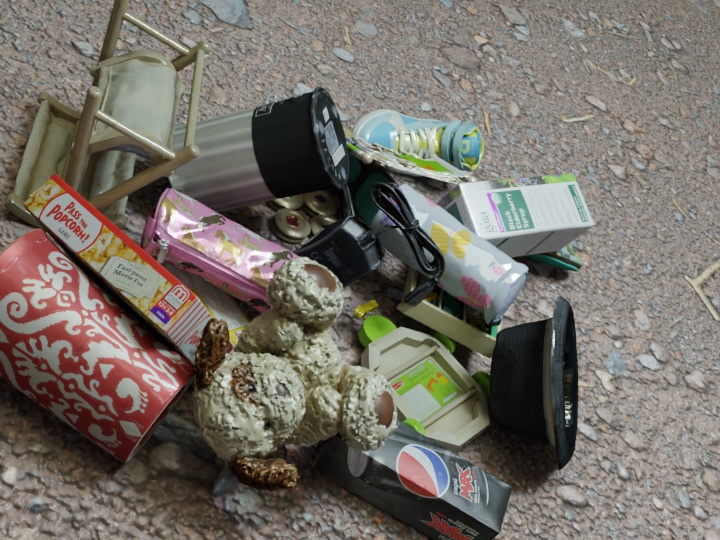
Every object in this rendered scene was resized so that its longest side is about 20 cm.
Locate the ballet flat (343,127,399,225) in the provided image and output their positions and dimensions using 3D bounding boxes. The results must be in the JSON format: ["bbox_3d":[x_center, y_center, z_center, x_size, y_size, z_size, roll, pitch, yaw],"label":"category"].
[{"bbox_3d":[0.012,-0.116,1.404,0.070,0.071,0.200,-21,63,-45],"label":"ballet flat"}]

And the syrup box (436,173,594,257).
[{"bbox_3d":[0.196,-0.067,1.393,0.199,0.081,0.079,-7,69,-33],"label":"syrup box"}]

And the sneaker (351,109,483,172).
[{"bbox_3d":[0.091,-0.178,1.485,0.199,0.080,0.130,-9,17,-41],"label":"sneaker"}]

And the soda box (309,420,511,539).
[{"bbox_3d":[0.052,0.213,1.109,0.199,0.071,0.063,30,43,-3],"label":"soda box"}]

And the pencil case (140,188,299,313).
[{"bbox_3d":[-0.141,-0.011,1.161,0.199,0.083,0.087,28,63,-11],"label":"pencil case"}]

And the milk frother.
[{"bbox_3d":[-0.101,-0.094,1.269,0.180,0.187,0.202,-17,96,-74],"label":"milk frother"}]

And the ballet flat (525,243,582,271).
[{"bbox_3d":[0.228,-0.047,1.489,0.199,0.069,0.072,10,87,-22],"label":"ballet flat"}]

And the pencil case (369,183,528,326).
[{"bbox_3d":[0.104,-0.019,1.283,0.199,0.091,0.083,36,74,11],"label":"pencil case"}]

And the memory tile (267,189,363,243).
[{"bbox_3d":[-0.058,-0.107,1.406,0.152,0.017,0.201,8,45,-28],"label":"memory tile"}]

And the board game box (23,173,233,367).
[{"bbox_3d":[-0.224,0.009,1.054,0.200,0.152,0.046,39,77,18],"label":"board game box"}]

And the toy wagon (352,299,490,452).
[{"bbox_3d":[0.061,0.119,1.238,0.200,0.040,0.155,47,41,17],"label":"toy wagon"}]

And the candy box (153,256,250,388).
[{"bbox_3d":[-0.170,0.058,1.153,0.102,0.026,0.200,-14,58,-46],"label":"candy box"}]

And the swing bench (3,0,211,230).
[{"bbox_3d":[-0.276,-0.161,1.186,0.129,0.200,0.200,29,38,-28],"label":"swing bench"}]

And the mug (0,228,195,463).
[{"bbox_3d":[-0.253,0.064,1.014,0.200,0.134,0.178,38,41,1],"label":"mug"}]

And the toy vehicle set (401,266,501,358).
[{"bbox_3d":[0.119,0.022,1.353,0.124,0.027,0.200,28,28,-6],"label":"toy vehicle set"}]

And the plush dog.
[{"bbox_3d":[-0.088,0.110,1.022,0.171,0.160,0.201,-29,95,-45],"label":"plush dog"}]

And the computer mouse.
[{"bbox_3d":[0.000,0.000,1.230,0.141,0.200,0.046,49,17,-10],"label":"computer mouse"}]

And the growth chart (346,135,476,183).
[{"bbox_3d":[0.049,-0.142,1.359,0.199,0.018,0.145,9,17,-35],"label":"growth chart"}]

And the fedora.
[{"bbox_3d":[0.198,0.129,1.235,0.091,0.202,0.201,-1,36,17],"label":"fedora"}]
